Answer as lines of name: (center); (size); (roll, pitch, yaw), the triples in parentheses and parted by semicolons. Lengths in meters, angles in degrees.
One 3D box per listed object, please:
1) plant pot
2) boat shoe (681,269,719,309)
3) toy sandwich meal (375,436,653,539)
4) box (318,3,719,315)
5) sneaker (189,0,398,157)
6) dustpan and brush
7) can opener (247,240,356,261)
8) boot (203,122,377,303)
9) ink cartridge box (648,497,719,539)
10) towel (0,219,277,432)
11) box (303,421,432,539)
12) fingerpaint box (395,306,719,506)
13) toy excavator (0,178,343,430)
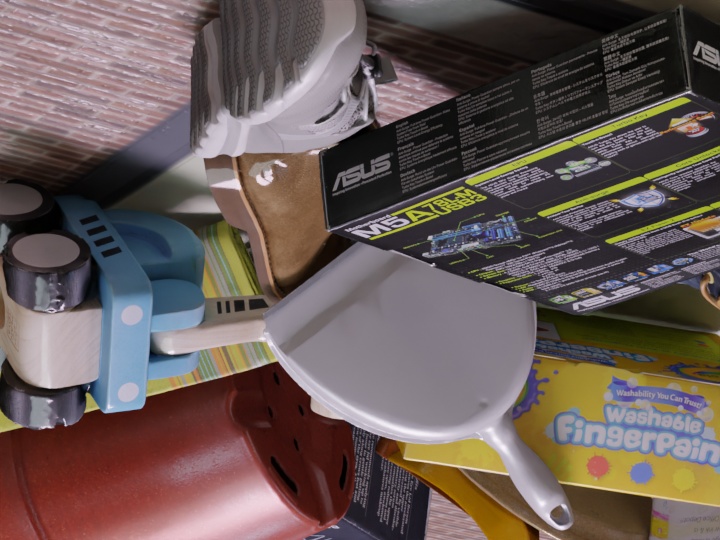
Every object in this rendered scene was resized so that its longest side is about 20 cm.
plant pot: (-0.122, 0.114, 1.647); (0.195, 0.201, 0.201); (-21, 153, 22)
boat shoe: (0.196, 0.006, 1.329); (0.200, 0.091, 0.071); (-6, 159, 38)
toy sandwich meal: (0.099, 0.138, 1.714); (0.205, 0.070, 0.205); (30, -163, -10)
box: (0.117, -0.042, 1.205); (0.200, 0.048, 0.193); (-20, 152, 37)
sneaker: (-0.021, -0.094, 1.149); (0.082, 0.075, 0.200); (0, 175, -13)
dustpan and brush: (0.055, 0.060, 1.392); (0.200, 0.140, 0.057); (53, 177, -9)
can opener: (0.000, 0.000, 1.500); (0.200, 0.053, 0.067); (-11, -172, 46)
boot: (-0.020, -0.032, 1.345); (0.075, 0.074, 0.200); (-6, 159, 9)
ink cartridge box: (0.265, 0.172, 1.673); (0.129, 0.200, 0.125); (-6, 159, 40)
towel: (-0.142, 0.033, 1.539); (0.200, 0.086, 0.018); (-15, -165, 25)
box: (-0.051, 0.131, 1.843); (0.148, 0.104, 0.200); (1, 163, 22)
fingerpaint box: (0.117, 0.070, 1.509); (0.200, 0.073, 0.167); (9, -171, -7)
toy excavator: (-0.097, 0.022, 1.448); (0.200, 0.100, 0.194); (-9, -148, -23)
